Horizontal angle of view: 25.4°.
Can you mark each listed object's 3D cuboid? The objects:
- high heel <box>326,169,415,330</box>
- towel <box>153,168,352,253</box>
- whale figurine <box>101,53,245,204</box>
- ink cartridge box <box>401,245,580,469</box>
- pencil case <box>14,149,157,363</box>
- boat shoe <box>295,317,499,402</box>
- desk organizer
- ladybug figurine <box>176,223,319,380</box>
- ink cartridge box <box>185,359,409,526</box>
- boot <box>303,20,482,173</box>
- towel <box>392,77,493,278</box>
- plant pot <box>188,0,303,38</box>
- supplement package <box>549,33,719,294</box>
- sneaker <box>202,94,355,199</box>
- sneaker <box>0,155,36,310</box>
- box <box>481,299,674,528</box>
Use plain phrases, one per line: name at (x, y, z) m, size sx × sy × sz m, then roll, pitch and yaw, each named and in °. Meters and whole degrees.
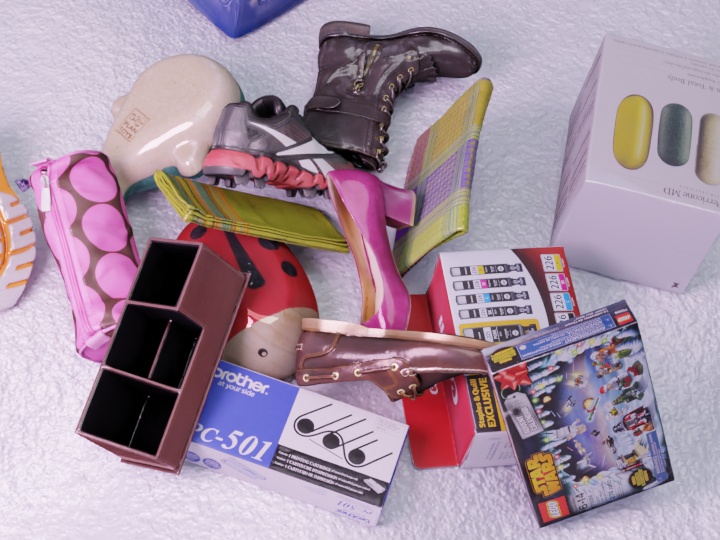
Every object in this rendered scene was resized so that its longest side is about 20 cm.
high heel at (0.000, 0.000, 1.568) m, size 0.096 × 0.067 × 0.200 m, roll 14°, pitch 78°, yaw -25°
towel at (-0.104, -0.059, 1.575) m, size 0.200 × 0.018 × 0.086 m, roll 11°, pitch 27°, yaw -38°
whale figurine at (-0.201, -0.126, 1.638) m, size 0.200 × 0.104 × 0.159 m, roll -47°, pitch 51°, yaw -8°
ink cartridge box at (0.127, 0.084, 1.555) m, size 0.176 × 0.084 × 0.200 m, roll -4°, pitch 59°, yaw -12°
pencil case at (-0.258, -0.013, 1.524) m, size 0.091 × 0.094 × 0.200 m, roll -24°, pitch 75°, yaw 10°
boat shoe at (0.034, 0.088, 1.488) m, size 0.200 × 0.070 × 0.070 m, roll 4°, pitch 80°, yaw 23°
desk organizer at (-0.179, 0.075, 1.458) m, size 0.072 × 0.077 × 0.200 m, roll 7°, pitch 69°, yaw 34°
ladybug figurine at (-0.115, 0.015, 1.565) m, size 0.136 × 0.072 × 0.200 m, roll -24°, pitch 64°, yaw -22°
ink cartridge box at (-0.063, 0.160, 1.498) m, size 0.200 × 0.044 × 0.094 m, roll 19°, pitch 55°, yaw 3°
boot at (0.026, -0.179, 1.723) m, size 0.200 × 0.069 × 0.174 m, roll 6°, pitch 59°, yaw 3°
towel at (0.083, -0.093, 1.631) m, size 0.023 × 0.144 × 0.200 m, roll 26°, pitch 54°, yaw -19°
plant pot at (-0.124, -0.413, 1.773) m, size 0.200 × 0.180 × 0.200 m, roll -36°, pitch 69°, yaw -28°
supplement package at (0.297, -0.111, 1.668) m, size 0.152 × 0.151 × 0.200 m, roll 14°, pitch 57°, yaw -1°
sneaker at (-0.072, -0.123, 1.606) m, size 0.200 × 0.071 × 0.098 m, roll 8°, pitch 86°, yaw -48°
sneaker at (-0.373, -0.055, 1.569) m, size 0.078 × 0.077 × 0.200 m, roll -8°, pitch 77°, yaw -29°
box at (0.200, 0.133, 1.452) m, size 0.137 × 0.200 × 0.040 m, roll -20°, pitch 35°, yaw 1°
